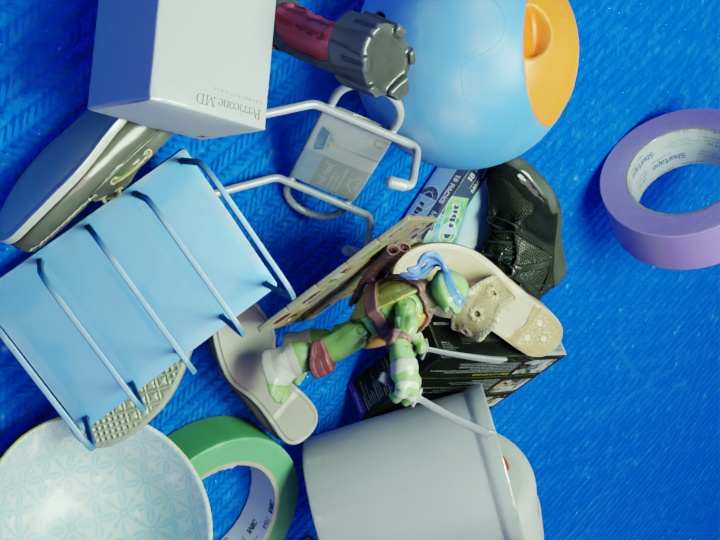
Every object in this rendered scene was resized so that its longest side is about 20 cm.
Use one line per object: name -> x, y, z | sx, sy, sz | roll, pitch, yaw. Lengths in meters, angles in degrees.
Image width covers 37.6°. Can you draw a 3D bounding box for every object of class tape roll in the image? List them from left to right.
tape roll -> -0.155, 0.246, 1.060 | 0.199, 0.048, 0.202 | -22, 127, -33
tape roll -> 0.391, -0.100, 1.263 | 0.200, 0.200, 0.066 | -47, 137, -13

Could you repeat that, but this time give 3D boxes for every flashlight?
flashlight -> -0.043, -0.189, 0.807 | 0.067, 0.199, 0.069 | -3, 114, -41

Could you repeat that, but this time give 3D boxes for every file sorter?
file sorter -> -0.170, 0.020, 0.811 | 0.199, 0.123, 0.139 | -37, 105, -10

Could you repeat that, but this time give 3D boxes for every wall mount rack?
wall mount rack -> -0.049, -0.087, 0.906 | 0.200, 0.172, 0.075 | 125, -19, -54

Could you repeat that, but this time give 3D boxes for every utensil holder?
utensil holder -> 0.055, 0.228, 1.106 | 0.198, 0.171, 0.171 | -17, 131, 4

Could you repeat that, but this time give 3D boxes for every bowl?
bowl -> -0.239, 0.232, 0.914 | 0.199, 0.202, 0.108 | -16, 166, -36

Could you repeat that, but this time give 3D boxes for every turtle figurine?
turtle figurine -> 0.023, 0.089, 0.963 | 0.192, 0.145, 0.201 | -16, 129, 16

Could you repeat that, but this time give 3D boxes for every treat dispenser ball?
treat dispenser ball -> 0.092, -0.190, 0.933 | 0.200, 0.200, 0.203 | -22, 126, -33

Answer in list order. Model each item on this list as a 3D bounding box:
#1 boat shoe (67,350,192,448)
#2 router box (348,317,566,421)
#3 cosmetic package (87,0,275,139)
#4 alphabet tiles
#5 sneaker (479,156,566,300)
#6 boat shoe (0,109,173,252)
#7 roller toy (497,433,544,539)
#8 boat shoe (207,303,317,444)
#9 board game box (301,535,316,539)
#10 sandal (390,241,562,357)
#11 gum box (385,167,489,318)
boat shoe -> -0.180, 0.063, 0.911 | 0.074, 0.062, 0.201 | 33, 79, -10
router box -> 0.108, 0.109, 1.165 | 0.199, 0.051, 0.149 | 3, 146, -40
cosmetic package -> -0.123, -0.205, 0.763 | 0.107, 0.084, 0.202 | 7, 85, -45
alphabet tiles -> 0.000, 0.000, 0.992 | 0.167, 0.008, 0.200 | -37, 173, 13
sneaker -> 0.156, -0.025, 1.110 | 0.114, 0.076, 0.200 | -46, 142, -23
boat shoe -> -0.197, -0.089, 0.814 | 0.202, 0.072, 0.060 | -53, 132, -12
roller toy -> 0.125, 0.292, 1.244 | 0.183, 0.199, 0.141 | -48, 139, -32
boat shoe -> -0.106, 0.093, 1.023 | 0.067, 0.057, 0.201 | -43, 130, -20
board game box -> -0.128, 0.382, 1.180 | 0.199, 0.023, 0.106 | -21, 127, -35
sandal -> 0.131, 0.039, 1.053 | 0.211, 0.070, 0.078 | 27, 103, -27
gum box -> 0.121, -0.023, 1.168 | 0.171, 0.044, 0.200 | -56, 138, -3
